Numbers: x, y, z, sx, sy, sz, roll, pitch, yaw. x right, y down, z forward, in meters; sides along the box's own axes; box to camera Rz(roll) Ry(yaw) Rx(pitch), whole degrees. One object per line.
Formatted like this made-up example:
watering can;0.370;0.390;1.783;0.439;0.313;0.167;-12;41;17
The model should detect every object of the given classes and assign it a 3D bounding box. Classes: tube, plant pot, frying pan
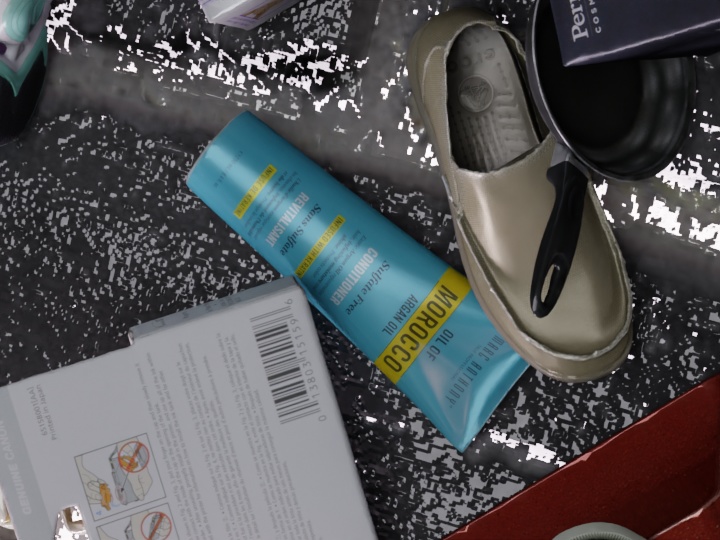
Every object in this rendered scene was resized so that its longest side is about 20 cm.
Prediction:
tube;0.000;0.000;1.116;0.200;0.050;0.078;40;109;5
plant pot;0.132;0.195;1.015;0.199;0.200;0.177;-32;95;16
frying pan;0.117;-0.062;1.036;0.031;0.114;0.192;-10;72;49

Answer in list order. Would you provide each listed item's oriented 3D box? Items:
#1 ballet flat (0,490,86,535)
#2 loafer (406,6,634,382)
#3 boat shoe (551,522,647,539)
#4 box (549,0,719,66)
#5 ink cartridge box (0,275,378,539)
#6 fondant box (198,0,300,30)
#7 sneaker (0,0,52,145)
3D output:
ballet flat;-0.164;0.108;1.153;0.198;0.076;0.065;0;79;19
loafer;0.076;-0.039;1.066;0.075;0.068;0.201;-25;85;-2
boat shoe;0.133;0.197;0.888;0.071;0.061;0.202;-26;107;14
box;0.177;-0.210;0.969;0.199;0.117;0.199;-13;89;47
ink cartridge box;-0.084;0.125;1.095;0.172;0.044;0.202;-17;100;-6
fondant box;-0.017;-0.234;1.099;0.199;0.058;0.145;-28;85;18
sneaker;-0.218;-0.179;1.154;0.139;0.078;0.201;27;100;13
